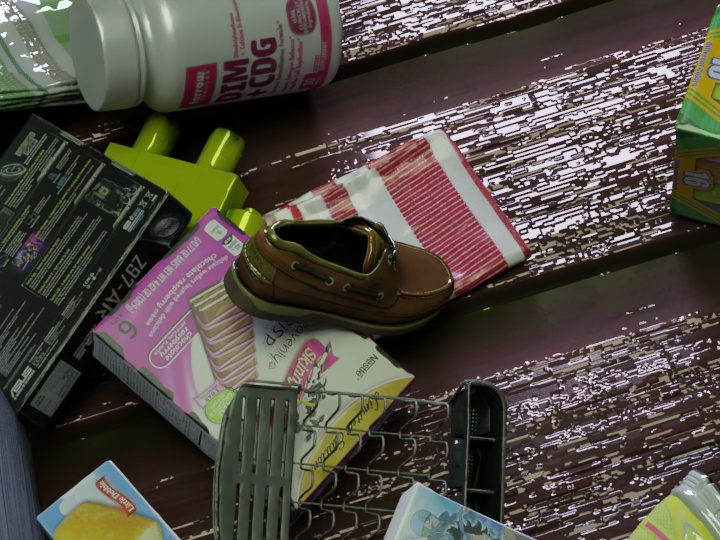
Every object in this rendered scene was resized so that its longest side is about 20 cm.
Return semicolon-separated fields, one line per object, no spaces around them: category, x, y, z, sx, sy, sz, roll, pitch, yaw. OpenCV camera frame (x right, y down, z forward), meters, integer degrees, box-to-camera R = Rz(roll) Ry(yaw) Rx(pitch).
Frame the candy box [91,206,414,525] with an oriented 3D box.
candy box;-0.080;0.070;1.359;0.200;0.061;0.136;40;70;7

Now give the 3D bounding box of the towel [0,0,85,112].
towel;-0.301;-0.190;1.533;0.200;0.031;0.149;-12;53;-41

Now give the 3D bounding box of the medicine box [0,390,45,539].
medicine box;-0.287;0.168;1.274;0.103;0.200;0.182;-14;58;-2

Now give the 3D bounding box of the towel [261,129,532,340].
towel;0.014;-0.020;1.456;0.200;0.023;0.144;-27;60;-9

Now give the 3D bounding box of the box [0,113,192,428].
box;-0.247;-0.002;1.423;0.160;0.044;0.200;29;81;31

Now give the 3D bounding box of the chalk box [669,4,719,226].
chalk box;0.348;-0.099;1.402;0.200;0.124;0.124;14;62;15

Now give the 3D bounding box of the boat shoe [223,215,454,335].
boat shoe;0.000;0.000;1.341;0.200;0.068;0.072;-2;48;-42

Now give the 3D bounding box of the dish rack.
dish rack;-0.001;0.149;1.286;0.200;0.055;0.153;6;76;-15

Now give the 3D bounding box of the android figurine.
android figurine;-0.168;-0.028;1.460;0.182;0.041;0.200;14;69;22

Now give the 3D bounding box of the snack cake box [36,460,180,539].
snack cake box;-0.126;0.237;1.263;0.067;0.115;0.200;-39;62;-15

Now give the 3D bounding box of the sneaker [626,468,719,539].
sneaker;0.251;0.237;1.248;0.090;0.078;0.200;-34;58;3

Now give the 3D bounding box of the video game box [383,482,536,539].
video game box;0.077;0.268;1.217;0.182;0.047;0.200;27;66;-7

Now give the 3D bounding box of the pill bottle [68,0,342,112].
pill bottle;-0.125;-0.189;1.490;0.200;0.113;0.113;-12;56;-22
